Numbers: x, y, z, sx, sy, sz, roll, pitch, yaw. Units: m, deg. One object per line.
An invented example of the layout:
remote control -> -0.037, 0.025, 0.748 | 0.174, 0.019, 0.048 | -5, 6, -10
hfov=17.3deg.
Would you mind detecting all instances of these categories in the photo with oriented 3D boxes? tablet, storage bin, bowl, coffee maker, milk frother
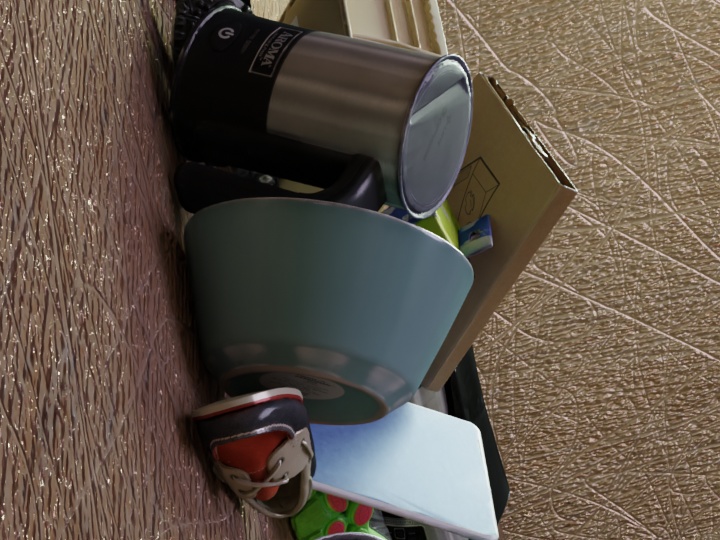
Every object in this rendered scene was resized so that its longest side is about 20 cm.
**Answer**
tablet -> 0.009, 0.134, 1.765 | 0.014, 0.199, 0.130 | -58, -156, 32
storage bin -> -0.019, -0.150, 1.973 | 0.200, 0.093, 0.199 | -56, -151, 38
bowl -> -0.029, 0.038, 1.584 | 0.201, 0.200, 0.105 | 64, 33, -67
coffee maker -> 0.057, 0.123, 1.962 | 0.134, 0.192, 0.200 | 19, -45, 41
milk frother -> -0.028, -0.069, 1.698 | 0.181, 0.188, 0.200 | -66, 154, -19

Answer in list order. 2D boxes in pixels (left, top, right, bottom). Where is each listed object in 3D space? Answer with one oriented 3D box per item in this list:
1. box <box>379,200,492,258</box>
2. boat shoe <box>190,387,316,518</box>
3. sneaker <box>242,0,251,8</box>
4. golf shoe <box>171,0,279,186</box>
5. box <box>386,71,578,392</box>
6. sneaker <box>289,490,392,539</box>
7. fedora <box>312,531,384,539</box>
box -> 0.000, 0.000, 1.751 | 0.048, 0.200, 0.122 | 60, 8, -10
boat shoe -> -0.064, 0.119, 1.528 | 0.200, 0.071, 0.063 | 72, 8, -77
sneaker -> -0.107, -0.251, 1.863 | 0.200, 0.086, 0.081 | 62, 22, -68
golf shoe -> -0.108, -0.144, 1.805 | 0.088, 0.077, 0.200 | 47, -16, 44
box -> 0.077, -0.031, 1.841 | 0.021, 0.200, 0.164 | 18, 26, -35
sneaker -> -0.023, 0.183, 1.849 | 0.084, 0.077, 0.200 | 57, -11, 39
fedora -> 0.029, 0.238, 1.530 | 0.200, 0.090, 0.177 | -8, 67, -43
